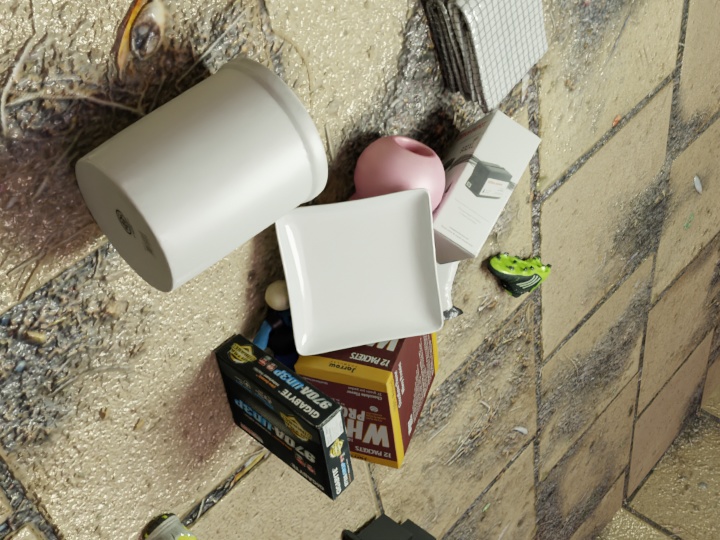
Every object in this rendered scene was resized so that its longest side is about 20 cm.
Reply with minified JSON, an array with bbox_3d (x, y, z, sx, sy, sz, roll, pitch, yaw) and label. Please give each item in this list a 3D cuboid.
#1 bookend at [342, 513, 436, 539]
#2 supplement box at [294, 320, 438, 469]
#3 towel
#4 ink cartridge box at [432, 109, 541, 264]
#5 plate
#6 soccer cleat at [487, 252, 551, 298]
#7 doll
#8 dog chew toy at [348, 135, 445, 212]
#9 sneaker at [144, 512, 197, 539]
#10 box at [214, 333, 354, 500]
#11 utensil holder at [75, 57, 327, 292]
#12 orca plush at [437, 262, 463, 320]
[{"bbox_3d":[0.063,0.542,1.767,0.199,0.092,0.200,-31,135,-38],"label":"bookend"},{"bbox_3d":[0.017,0.137,1.305,0.197,0.133,0.200,81,26,-43],"label":"supplement box"},{"bbox_3d":[0.178,-0.345,1.259,0.166,0.086,0.200,-48,143,-19],"label":"towel"},{"bbox_3d":[0.156,-0.117,1.318,0.200,0.084,0.145,-59,-169,-12],"label":"ink cartridge box"},{"bbox_3d":[0.000,0.000,1.181,0.199,0.032,0.200,-10,109,-6],"label":"plate"},{"bbox_3d":[0.288,0.013,1.688,0.200,0.068,0.081,3,125,-53],"label":"soccer cleat"},{"bbox_3d":[-0.093,0.079,1.255,0.136,0.048,0.200,-45,147,-22],"label":"doll"},{"bbox_3d":[0.034,-0.081,1.245,0.125,0.125,0.200,-8,129,-50],"label":"dog chew toy"},{"bbox_3d":[-0.256,0.433,1.288,0.075,0.076,0.200,-37,141,-33],"label":"sneaker"},{"bbox_3d":[-0.099,0.191,1.197,0.046,0.200,0.159,-38,142,-30],"label":"box"},{"bbox_3d":[-0.163,-0.097,0.933,0.200,0.170,0.170,-37,140,-25],"label":"utensil holder"},{"bbox_3d":[0.135,-0.025,1.448,0.105,0.071,0.200,-15,104,3],"label":"orca plush"}]
